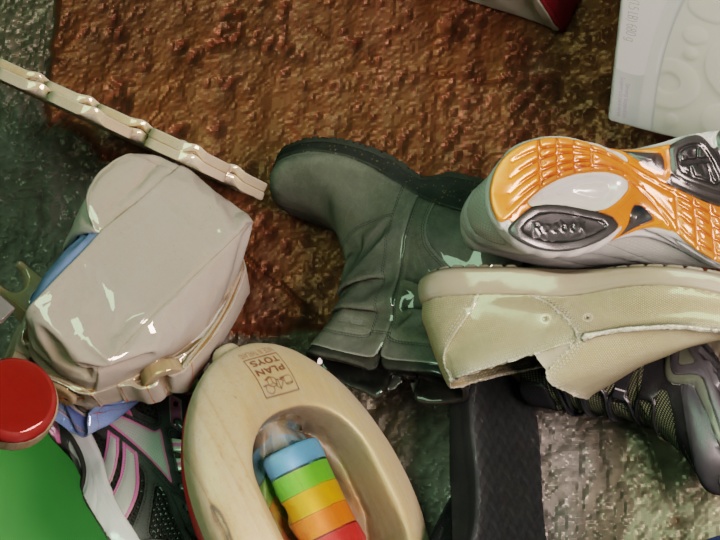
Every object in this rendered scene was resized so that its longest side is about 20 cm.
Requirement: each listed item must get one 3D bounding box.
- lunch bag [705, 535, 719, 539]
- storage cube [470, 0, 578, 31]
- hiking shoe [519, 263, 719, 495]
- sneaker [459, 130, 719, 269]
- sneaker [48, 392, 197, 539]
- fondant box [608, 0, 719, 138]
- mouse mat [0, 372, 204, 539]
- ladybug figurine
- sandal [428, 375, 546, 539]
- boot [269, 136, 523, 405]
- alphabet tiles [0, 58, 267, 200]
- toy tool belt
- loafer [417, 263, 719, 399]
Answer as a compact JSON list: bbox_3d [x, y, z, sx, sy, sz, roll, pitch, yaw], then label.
[{"bbox_3d":[0.145,0.224,1.062,0.199,0.132,0.136,-24,93,8],"label":"lunch bag"},{"bbox_3d":[0.067,-0.275,1.310,0.171,0.200,0.180,22,81,25],"label":"storage cube"},{"bbox_3d":[0.144,0.059,1.207,0.101,0.076,0.200,-37,51,9],"label":"hiking shoe"},{"bbox_3d":[0.146,-0.033,1.163,0.199,0.092,0.076,5,80,-20],"label":"sneaker"},{"bbox_3d":[-0.118,0.110,1.253,0.086,0.080,0.200,-35,61,-2],"label":"sneaker"},{"bbox_3d":[0.241,-0.129,1.177,0.199,0.145,0.058,15,42,17],"label":"fondant box"},{"bbox_3d":[-0.159,0.135,1.303,0.160,0.008,0.201,-17,63,10],"label":"mouse mat"},{"bbox_3d":[-0.037,0.134,1.201,0.072,0.135,0.201,-38,71,47],"label":"ladybug figurine"},{"bbox_3d":[0.066,0.153,1.193,0.048,0.075,0.201,-26,47,40],"label":"sandal"},{"bbox_3d":[0.000,0.000,1.252,0.200,0.068,0.131,15,66,39],"label":"boot"},{"bbox_3d":[-0.152,-0.091,1.297,0.200,0.196,0.015,25,91,27],"label":"alphabet tiles"},{"bbox_3d":[-0.150,0.036,1.227,0.125,0.123,0.200,39,64,2],"label":"toy tool belt"},{"bbox_3d":[0.127,0.033,1.138,0.199,0.076,0.069,0,85,23],"label":"loafer"}]
